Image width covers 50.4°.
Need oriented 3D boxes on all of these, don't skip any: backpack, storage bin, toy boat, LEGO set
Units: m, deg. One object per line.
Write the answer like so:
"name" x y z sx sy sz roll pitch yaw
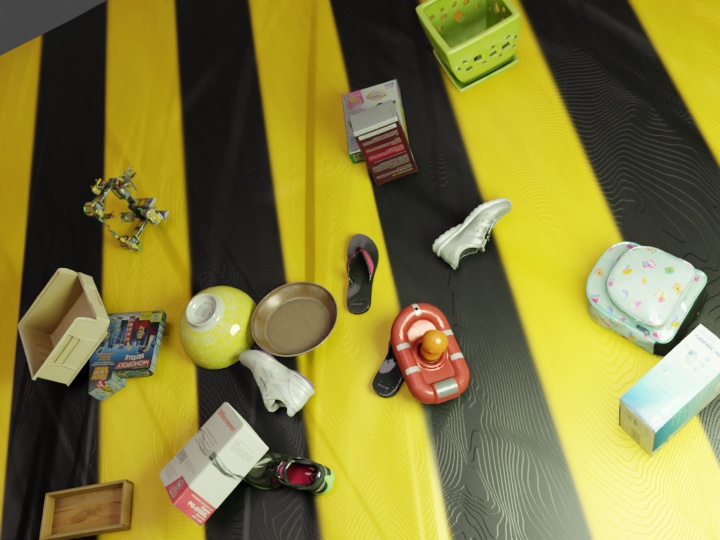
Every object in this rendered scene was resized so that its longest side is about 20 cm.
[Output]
"backpack" 0.531 0.042 1.453 0.199 0.153 0.177 28 78 37
"storage bin" -0.701 0.130 1.810 0.199 0.093 0.200 -51 46 10
"toy boat" 0.139 0.154 1.510 0.129 0.131 0.202 -16 65 -14
"LEGO set" -0.579 -0.147 1.922 0.115 0.201 0.154 2 46 39

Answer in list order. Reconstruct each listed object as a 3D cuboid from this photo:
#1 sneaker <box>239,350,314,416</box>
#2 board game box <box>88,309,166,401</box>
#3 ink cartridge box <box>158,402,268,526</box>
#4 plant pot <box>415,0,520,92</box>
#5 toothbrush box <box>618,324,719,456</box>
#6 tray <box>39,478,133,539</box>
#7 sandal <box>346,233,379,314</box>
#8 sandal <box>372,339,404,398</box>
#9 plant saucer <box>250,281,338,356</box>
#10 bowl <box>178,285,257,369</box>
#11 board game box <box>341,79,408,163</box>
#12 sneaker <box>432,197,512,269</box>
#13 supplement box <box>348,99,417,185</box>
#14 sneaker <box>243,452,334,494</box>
"sneaker" -0.196 0.238 1.634 0.199 0.075 0.100 26 72 30
"board game box" -0.554 0.200 1.789 0.197 0.062 0.202 -4 61 17
"ink cartridge box" -0.297 0.386 1.545 0.200 0.084 0.144 -47 27 -10
"plant pot" 0.272 -0.569 1.871 0.198 0.182 0.200 -27 57 2
"toothbrush box" 0.555 0.213 1.345 0.199 0.147 0.085 -40 57 -5
"tray" -0.584 0.515 1.635 0.197 0.037 0.100 -13 58 13
"sandal" 0.000 0.000 1.721 0.074 0.045 0.202 -6 60 16
"sandal" 0.085 0.169 1.595 0.075 0.043 0.202 12 66 25
"plant saucer" -0.143 0.114 1.695 0.197 0.037 0.202 -6 51 8
"bowl" -0.338 0.111 1.738 0.197 0.108 0.202 -9 59 15
"board game box" 0.036 -0.377 1.927 0.151 0.040 0.202 -13 58 12
"sneaker" 0.257 -0.079 1.674 0.199 0.075 0.082 -38 71 2
"supplement box" 0.055 -0.292 1.776 0.108 0.201 0.061 -18 55 7
"sneaker" -0.150 0.396 1.522 0.197 0.084 0.078 -1 60 19
